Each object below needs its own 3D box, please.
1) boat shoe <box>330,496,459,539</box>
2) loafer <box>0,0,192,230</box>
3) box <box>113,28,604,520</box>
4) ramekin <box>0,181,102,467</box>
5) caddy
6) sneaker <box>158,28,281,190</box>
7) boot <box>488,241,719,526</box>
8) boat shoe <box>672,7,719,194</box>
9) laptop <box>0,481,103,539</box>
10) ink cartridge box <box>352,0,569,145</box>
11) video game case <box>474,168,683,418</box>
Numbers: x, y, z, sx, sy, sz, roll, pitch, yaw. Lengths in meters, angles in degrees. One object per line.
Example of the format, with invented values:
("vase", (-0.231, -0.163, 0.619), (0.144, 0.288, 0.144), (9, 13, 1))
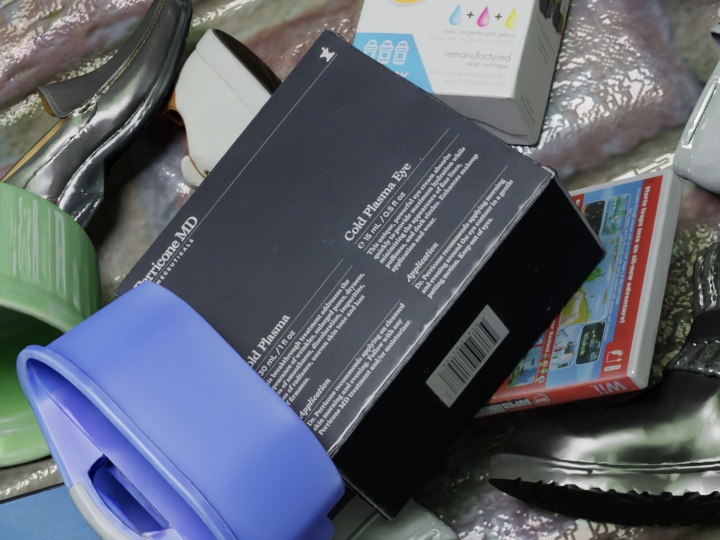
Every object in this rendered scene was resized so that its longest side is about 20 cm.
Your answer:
("boat shoe", (-0.016, 0.206, 1.324), (0.071, 0.070, 0.201), (23, 58, 29))
("loafer", (-0.176, -0.100, 1.540), (0.072, 0.073, 0.201), (31, 78, -10))
("box", (0.000, 0.000, 1.343), (0.182, 0.104, 0.200), (36, 84, 32))
("ramekin", (-0.249, 0.030, 1.454), (0.199, 0.200, 0.098), (-12, 54, 14))
("caddy", (-0.101, 0.106, 1.269), (0.105, 0.142, 0.200), (-39, 73, -22))
("sneaker", (-0.057, -0.062, 1.507), (0.085, 0.073, 0.200), (-49, 55, 12))
("boot", (0.180, 0.060, 1.344), (0.210, 0.079, 0.159), (0, 69, 14))
("boat shoe", (0.241, -0.137, 1.423), (0.071, 0.070, 0.202), (17, 73, 25))
("laptop", (-0.170, 0.241, 1.364), (0.186, 0.116, 0.201), (-17, 61, 13))
("ink cartridge box", (0.071, -0.185, 1.510), (0.114, 0.068, 0.201), (5, 67, 22))
("video game case", (0.088, 0.020, 1.382), (0.199, 0.017, 0.144), (-13, 48, 36))
